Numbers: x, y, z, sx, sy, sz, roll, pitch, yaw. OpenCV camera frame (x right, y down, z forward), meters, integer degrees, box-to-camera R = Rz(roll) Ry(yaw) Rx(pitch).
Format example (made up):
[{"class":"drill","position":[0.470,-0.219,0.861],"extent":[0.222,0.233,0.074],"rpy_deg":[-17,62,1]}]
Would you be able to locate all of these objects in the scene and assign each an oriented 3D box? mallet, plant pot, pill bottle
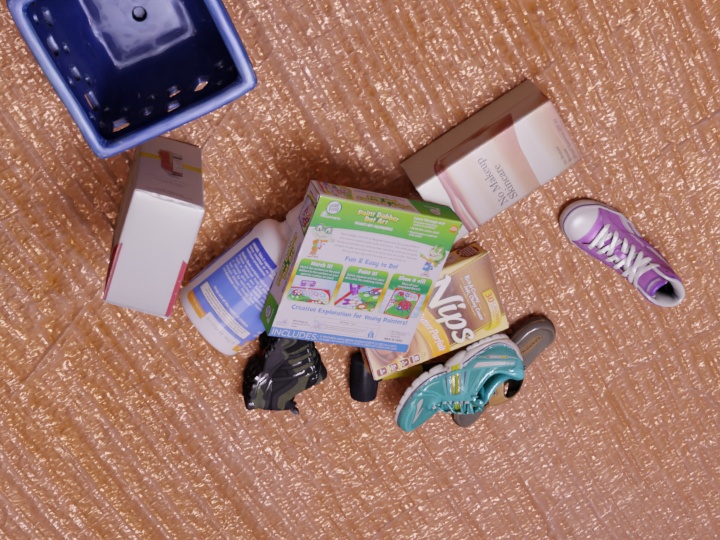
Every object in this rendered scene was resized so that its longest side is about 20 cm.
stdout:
[{"class":"mallet","position":[0.079,0.132,1.593],"extent":[0.199,0.041,0.066],"rpy_deg":[-12,115,-11]},{"class":"plant pot","position":[-0.248,-0.269,1.248],"extent":[0.199,0.180,0.201],"rpy_deg":[-26,118,0]},{"class":"pill bottle","position":[-0.123,0.006,1.444],"extent":[0.200,0.112,0.112],"rpy_deg":[-38,117,8]}]

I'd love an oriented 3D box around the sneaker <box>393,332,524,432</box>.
[{"class":"sneaker","position":[0.133,0.164,1.549],"extent":[0.200,0.080,0.077],"rpy_deg":[-35,151,12]}]

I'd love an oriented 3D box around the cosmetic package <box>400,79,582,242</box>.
[{"class":"cosmetic package","position":[0.166,-0.139,1.448],"extent":[0.200,0.087,0.104],"rpy_deg":[-34,119,6]}]

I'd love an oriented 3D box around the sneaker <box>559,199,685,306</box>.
[{"class":"sneaker","position":[0.363,-0.020,1.532],"extent":[0.200,0.114,0.073],"rpy_deg":[29,108,-21]}]

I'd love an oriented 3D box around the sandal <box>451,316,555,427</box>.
[{"class":"sandal","position":[0.207,0.151,1.605],"extent":[0.200,0.055,0.082],"rpy_deg":[-43,137,6]}]

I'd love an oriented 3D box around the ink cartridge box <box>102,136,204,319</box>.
[{"class":"ink cartridge box","position":[-0.243,-0.058,1.340],"extent":[0.083,0.200,0.146],"rpy_deg":[15,112,-14]}]

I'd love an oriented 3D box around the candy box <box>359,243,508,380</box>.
[{"class":"candy box","position":[0.088,0.054,1.524],"extent":[0.199,0.055,0.116],"rpy_deg":[-21,110,-8]}]

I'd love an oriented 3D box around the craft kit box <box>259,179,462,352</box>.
[{"class":"craft kit box","position":[0.000,0.000,1.393],"extent":[0.199,0.049,0.198],"rpy_deg":[10,120,-27]}]

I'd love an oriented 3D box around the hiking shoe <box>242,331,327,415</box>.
[{"class":"hiking shoe","position":[-0.087,0.108,1.532],"extent":[0.100,0.076,0.201],"rpy_deg":[13,121,-26]}]
